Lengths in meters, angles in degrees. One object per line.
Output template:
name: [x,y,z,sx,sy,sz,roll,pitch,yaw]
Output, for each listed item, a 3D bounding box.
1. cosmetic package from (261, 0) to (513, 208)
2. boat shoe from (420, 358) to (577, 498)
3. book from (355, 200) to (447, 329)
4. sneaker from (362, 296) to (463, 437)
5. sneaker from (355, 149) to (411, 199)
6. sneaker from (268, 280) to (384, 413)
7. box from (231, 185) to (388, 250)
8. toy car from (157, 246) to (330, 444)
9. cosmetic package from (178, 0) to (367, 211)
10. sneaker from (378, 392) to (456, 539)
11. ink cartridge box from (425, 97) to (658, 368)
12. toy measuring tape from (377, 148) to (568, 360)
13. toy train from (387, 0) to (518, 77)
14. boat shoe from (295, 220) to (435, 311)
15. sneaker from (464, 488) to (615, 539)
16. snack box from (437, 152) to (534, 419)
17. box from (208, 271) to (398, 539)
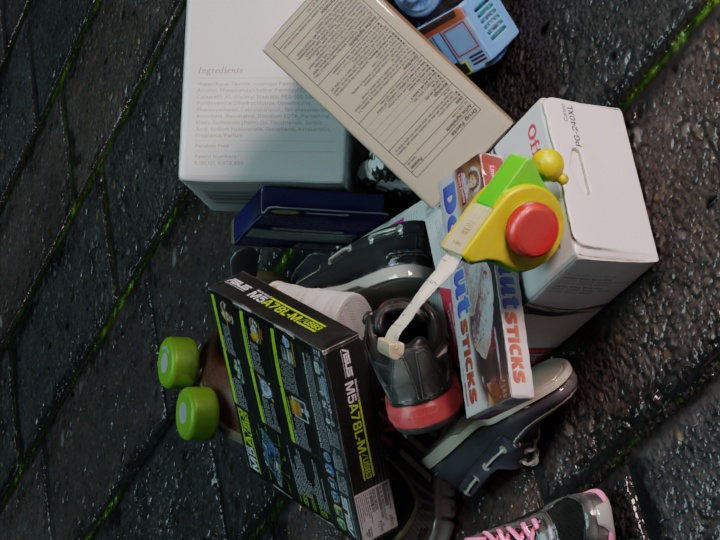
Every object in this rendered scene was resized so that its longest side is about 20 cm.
cosmetic package: [0.024,-0.158,1.533,0.105,0.200,0.071,-45,4,10]
boat shoe: [0.129,0.136,1.516,0.063,0.073,0.200,48,138,-2]
book: [0.037,0.016,1.717,0.200,0.048,0.134,-29,59,57]
sneaker: [0.040,0.057,1.538,0.200,0.071,0.098,-100,-7,-66]
sneaker: [0.045,-0.118,1.675,0.200,0.066,0.091,176,110,-77]
sneaker: [-0.029,0.087,1.689,0.115,0.074,0.200,13,138,35]
box: [-0.051,-0.053,1.773,0.200,0.121,0.032,150,123,-74]
toy car: [-0.096,0.064,1.830,0.158,0.164,0.200,-118,39,-48]
cosmetic package: [-0.081,-0.170,1.786,0.167,0.166,0.200,48,-136,-80]
sneaker: [0.033,0.157,1.626,0.074,0.087,0.200,-4,90,60]
ink cartridge box: [0.144,-0.026,1.462,0.200,0.083,0.145,-47,46,50]
toy measuring tape: [0.095,-0.004,1.346,0.200,0.074,0.074,-54,28,-5]
toy train: [0.039,-0.206,1.614,0.200,0.087,0.114,-26,101,36]
boat shoe: [0.000,0.000,1.675,0.200,0.074,0.060,-21,61,55]
sneaker: [0.126,0.228,1.440,0.200,0.095,0.079,-43,46,51]
snack box: [0.098,0.013,1.425,0.072,0.024,0.200,-35,57,58]
box: [-0.052,0.120,1.588,0.193,0.047,0.200,27,134,53]
